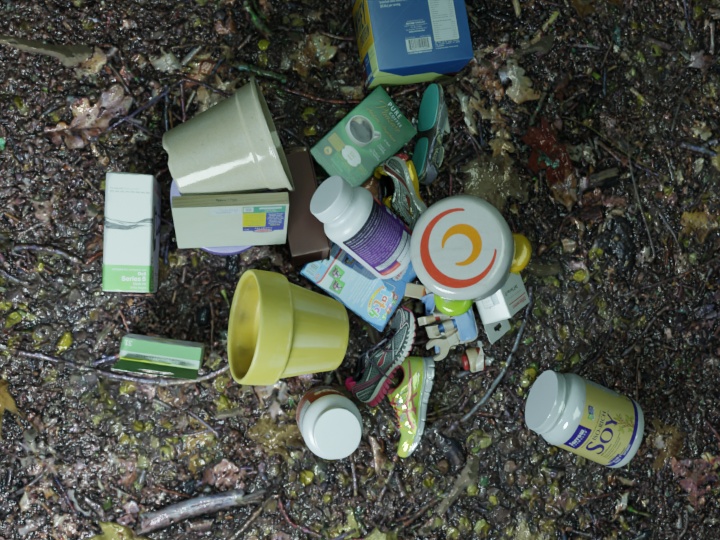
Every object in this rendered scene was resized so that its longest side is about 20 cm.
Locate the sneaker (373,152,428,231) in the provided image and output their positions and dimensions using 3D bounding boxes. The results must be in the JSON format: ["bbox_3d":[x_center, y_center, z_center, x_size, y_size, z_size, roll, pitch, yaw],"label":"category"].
[{"bbox_3d":[0.081,-0.121,1.413,0.081,0.078,0.204,-21,92,-25],"label":"sneaker"}]

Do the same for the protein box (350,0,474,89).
[{"bbox_3d":[0.095,-0.482,1.405,0.194,0.135,0.205,-10,90,-10],"label":"protein box"}]

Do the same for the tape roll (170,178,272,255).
[{"bbox_3d":[-0.254,-0.132,1.355,0.195,0.085,0.205,0,88,-10],"label":"tape roll"}]

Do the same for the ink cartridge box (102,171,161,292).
[{"bbox_3d":[-0.407,-0.064,1.292,0.082,0.145,0.205,2,88,-10],"label":"ink cartridge box"}]

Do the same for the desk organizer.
[{"bbox_3d":[-0.113,-0.118,1.365,0.075,0.072,0.205,-11,77,-9],"label":"desk organizer"}]

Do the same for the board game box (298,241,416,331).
[{"bbox_3d":[0.000,0.000,1.422,0.198,0.037,0.153,35,82,-7],"label":"board game box"}]

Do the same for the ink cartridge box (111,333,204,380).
[{"bbox_3d":[-0.350,0.148,1.268,0.142,0.200,0.049,9,87,-10],"label":"ink cartridge box"}]

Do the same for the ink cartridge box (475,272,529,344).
[{"bbox_3d":[0.271,0.029,1.428,0.116,0.066,0.204,-24,95,-55],"label":"ink cartridge box"}]

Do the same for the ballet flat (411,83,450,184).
[{"bbox_3d":[0.145,-0.269,1.451,0.070,0.072,0.205,12,86,-10],"label":"ballet flat"}]

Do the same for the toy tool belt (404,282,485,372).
[{"bbox_3d":[0.163,0.110,1.411,0.120,0.125,0.205,-14,89,2],"label":"toy tool belt"}]

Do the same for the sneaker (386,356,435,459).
[{"bbox_3d":[0.088,0.264,1.418,0.088,0.078,0.205,11,81,-2],"label":"sneaker"}]

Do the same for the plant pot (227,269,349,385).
[{"bbox_3d":[-0.128,0.110,1.325,0.185,0.200,0.206,7,87,-25],"label":"plant pot"}]

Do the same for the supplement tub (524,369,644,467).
[{"bbox_3d":[0.445,0.293,1.443,0.196,0.145,0.148,22,84,-9],"label":"supplement tub"}]

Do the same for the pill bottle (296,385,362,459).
[{"bbox_3d":[-0.056,0.279,1.320,0.109,0.200,0.115,0,88,-11],"label":"pill bottle"}]

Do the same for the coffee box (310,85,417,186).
[{"bbox_3d":[0.003,-0.252,1.427,0.200,0.044,0.123,-44,97,-9],"label":"coffee box"}]

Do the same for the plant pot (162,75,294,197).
[{"bbox_3d":[-0.230,-0.201,1.236,0.180,0.200,0.205,-20,92,0],"label":"plant pot"}]

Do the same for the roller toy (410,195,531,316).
[{"bbox_3d":[0.189,-0.037,1.305,0.199,0.139,0.184,-39,76,10],"label":"roller toy"}]

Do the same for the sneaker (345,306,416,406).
[{"bbox_3d":[0.044,0.162,1.392,0.074,0.081,0.203,27,90,-15],"label":"sneaker"}]

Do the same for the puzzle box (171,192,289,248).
[{"bbox_3d":[-0.223,-0.085,1.253,0.195,0.134,0.026,-3,62,-11],"label":"puzzle box"}]

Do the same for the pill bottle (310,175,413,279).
[{"bbox_3d":[0.003,-0.081,1.315,0.199,0.111,0.113,38,81,-35],"label":"pill bottle"}]
